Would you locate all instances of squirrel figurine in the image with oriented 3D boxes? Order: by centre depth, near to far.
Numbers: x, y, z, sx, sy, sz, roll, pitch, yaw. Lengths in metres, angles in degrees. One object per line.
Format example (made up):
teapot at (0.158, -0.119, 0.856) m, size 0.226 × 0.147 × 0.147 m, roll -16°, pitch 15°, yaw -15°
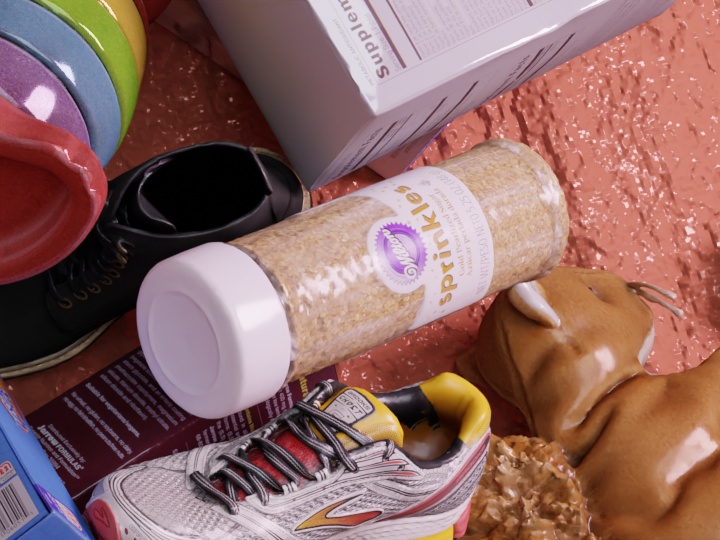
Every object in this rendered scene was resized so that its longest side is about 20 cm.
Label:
squirrel figurine at (0.103, 0.093, 1.200) m, size 0.200 × 0.142 × 0.187 m, roll -33°, pitch 79°, yaw -23°

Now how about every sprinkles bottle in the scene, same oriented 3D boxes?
sprinkles bottle at (0.000, 0.000, 1.113) m, size 0.200 × 0.068 × 0.068 m, roll -22°, pitch 81°, yaw -40°

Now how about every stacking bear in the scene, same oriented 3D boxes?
stacking bear at (-0.136, -0.097, 1.106) m, size 0.121 × 0.114 × 0.200 m, roll 33°, pitch 45°, yaw -6°

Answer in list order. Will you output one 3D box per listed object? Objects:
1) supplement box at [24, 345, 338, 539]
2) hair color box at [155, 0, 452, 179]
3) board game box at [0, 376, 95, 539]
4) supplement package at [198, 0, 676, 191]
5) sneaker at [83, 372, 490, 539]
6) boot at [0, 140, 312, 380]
supplement box at (-0.099, 0.100, 1.151) m, size 0.200 × 0.109 × 0.061 m, roll -31°, pitch 46°, yaw -21°
hair color box at (-0.037, -0.132, 1.234) m, size 0.200 × 0.109 × 0.065 m, roll 35°, pitch 69°, yaw -3°
board game box at (-0.212, 0.087, 1.082) m, size 0.152 × 0.045 × 0.200 m, roll -38°, pitch 51°, yaw 2°
supplement package at (0.045, -0.136, 1.140) m, size 0.200 × 0.110 × 0.114 m, roll -27°, pitch 83°, yaw -21°
sneaker at (-0.028, 0.082, 1.092) m, size 0.200 × 0.082 × 0.078 m, roll -11°, pitch 45°, yaw -41°
boot at (-0.123, -0.011, 1.140) m, size 0.199 × 0.138 × 0.078 m, roll -26°, pitch 85°, yaw 2°
